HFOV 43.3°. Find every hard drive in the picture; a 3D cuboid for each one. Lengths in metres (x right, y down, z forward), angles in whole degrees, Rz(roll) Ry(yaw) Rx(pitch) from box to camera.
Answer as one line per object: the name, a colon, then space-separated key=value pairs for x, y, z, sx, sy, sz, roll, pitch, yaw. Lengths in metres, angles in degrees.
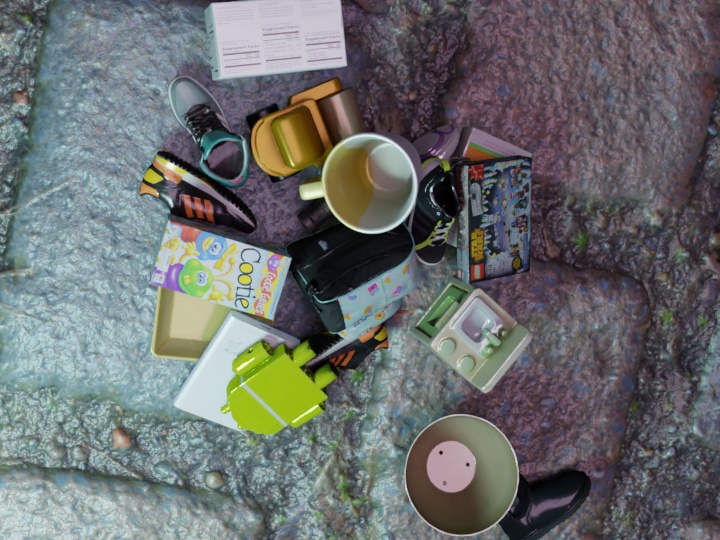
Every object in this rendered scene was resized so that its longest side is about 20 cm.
hard drive: x=-0.206 y=0.169 z=1.502 sx=0.131 sy=0.025 sz=0.201 roll=25 pitch=114 yaw=-24

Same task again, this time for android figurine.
android figurine: x=-0.138 y=0.196 z=1.491 sx=0.199 sy=0.041 sz=0.182 roll=-35 pitch=122 yaw=12

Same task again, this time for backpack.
backpack: x=0.000 y=0.000 z=1.492 sx=0.199 sy=0.176 sz=0.154 roll=-33 pitch=134 yaw=-7

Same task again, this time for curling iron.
curling iron: x=0.215 y=-0.120 z=1.564 sx=0.049 sy=0.026 sz=0.200 roll=-38 pitch=115 yaw=8

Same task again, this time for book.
book: x=0.210 y=-0.134 z=1.596 sx=0.132 sy=0.048 sz=0.203 roll=19 pitch=95 yaw=-18

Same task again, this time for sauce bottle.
sauce bottle: x=-0.020 y=-0.140 z=1.527 sx=0.200 sy=0.066 sz=0.066 roll=-44 pitch=106 yaw=-5

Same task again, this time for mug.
mug: x=0.014 y=-0.157 z=1.418 sx=0.184 sy=0.153 sz=0.151 roll=23 pitch=111 yaw=7

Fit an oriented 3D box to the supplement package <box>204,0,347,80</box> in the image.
supplement package: x=-0.136 y=-0.364 z=1.416 sx=0.197 sy=0.156 sz=0.113 roll=-8 pitch=102 yaw=-12

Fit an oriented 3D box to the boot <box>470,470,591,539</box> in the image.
boot: x=0.314 y=0.403 z=1.686 sx=0.199 sy=0.076 sz=0.169 roll=-40 pitch=109 yaw=1

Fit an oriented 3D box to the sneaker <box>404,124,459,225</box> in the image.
sneaker: x=0.111 y=-0.160 z=1.565 sx=0.099 sy=0.075 sz=0.201 roll=40 pitch=85 yaw=-39

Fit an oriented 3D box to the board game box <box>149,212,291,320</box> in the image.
board game box: x=-0.222 y=-0.007 z=1.426 sx=0.197 sy=0.105 sz=0.105 roll=17 pitch=95 yaw=-15

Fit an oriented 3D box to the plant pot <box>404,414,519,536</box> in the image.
plant pot: x=0.170 y=0.354 z=1.602 sx=0.197 sy=0.134 sz=0.204 roll=0 pitch=83 yaw=-2

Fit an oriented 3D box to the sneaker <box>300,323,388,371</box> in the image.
sneaker: x=-0.042 y=0.148 z=1.556 sx=0.198 sy=0.070 sz=0.091 roll=-30 pitch=120 yaw=-2

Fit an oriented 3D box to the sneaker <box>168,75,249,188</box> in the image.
sneaker: x=-0.237 y=-0.216 z=1.431 sx=0.083 sy=0.121 sz=0.201 roll=-34 pitch=105 yaw=-7

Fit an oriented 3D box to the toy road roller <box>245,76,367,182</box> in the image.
toy road roller: x=-0.082 y=-0.222 z=1.456 sx=0.198 sy=0.146 sz=0.124 roll=-24 pitch=104 yaw=-9

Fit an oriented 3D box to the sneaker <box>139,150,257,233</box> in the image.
sneaker: x=-0.265 y=-0.106 z=1.475 sx=0.199 sy=0.070 sz=0.090 roll=35 pitch=101 yaw=-14

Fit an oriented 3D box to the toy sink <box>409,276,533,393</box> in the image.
toy sink: x=0.182 y=0.103 z=1.544 sx=0.112 sy=0.200 sz=0.131 roll=40 pitch=89 yaw=-16

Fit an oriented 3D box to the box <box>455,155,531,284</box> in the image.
box: x=0.228 y=-0.088 z=1.544 sx=0.135 sy=0.040 sz=0.203 roll=-11 pitch=107 yaw=-27

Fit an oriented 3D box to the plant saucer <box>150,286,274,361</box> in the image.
plant saucer: x=-0.240 y=0.050 z=1.509 sx=0.197 sy=0.048 sz=0.203 roll=7 pitch=97 yaw=-14

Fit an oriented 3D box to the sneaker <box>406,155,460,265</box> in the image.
sneaker: x=0.124 y=-0.090 z=1.501 sx=0.071 sy=0.083 sz=0.203 roll=-19 pitch=122 yaw=-25
